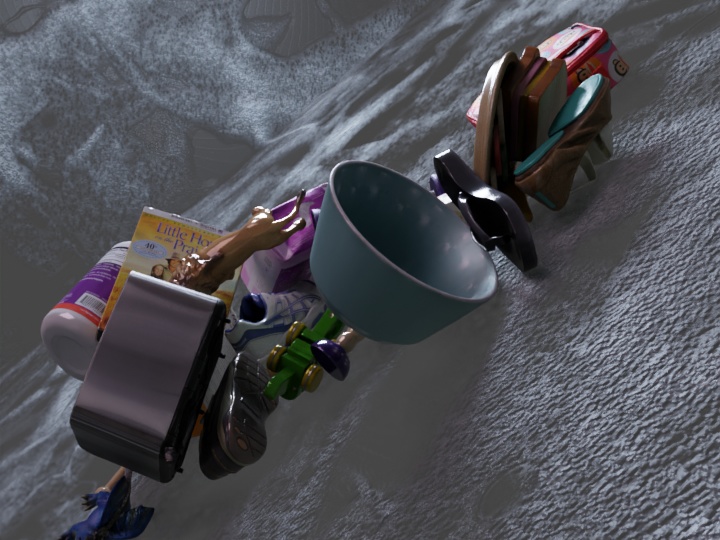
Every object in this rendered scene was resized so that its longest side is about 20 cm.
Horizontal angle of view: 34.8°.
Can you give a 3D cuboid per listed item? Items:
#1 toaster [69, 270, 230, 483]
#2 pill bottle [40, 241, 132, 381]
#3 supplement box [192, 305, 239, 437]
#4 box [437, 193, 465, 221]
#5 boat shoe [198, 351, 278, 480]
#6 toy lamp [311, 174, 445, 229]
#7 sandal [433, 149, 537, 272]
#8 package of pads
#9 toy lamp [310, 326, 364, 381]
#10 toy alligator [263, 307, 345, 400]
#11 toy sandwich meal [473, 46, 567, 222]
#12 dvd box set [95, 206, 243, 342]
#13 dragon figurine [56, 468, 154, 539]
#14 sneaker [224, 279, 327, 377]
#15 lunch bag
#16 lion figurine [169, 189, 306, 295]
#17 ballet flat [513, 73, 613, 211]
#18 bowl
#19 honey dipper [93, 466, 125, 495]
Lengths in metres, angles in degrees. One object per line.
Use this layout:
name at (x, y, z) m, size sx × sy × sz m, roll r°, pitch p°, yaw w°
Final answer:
toaster at (-0.219, 0.117, 1.222) m, size 0.200 × 0.117 × 0.183 m, roll 115°, pitch 173°, yaw -70°
pill bottle at (-0.305, 0.042, 1.457) m, size 0.112 × 0.113 × 0.201 m, roll -24°, pitch 22°, yaw 45°
supplement box at (-0.230, 0.128, 1.448) m, size 0.124 × 0.074 × 0.201 m, roll -16°, pitch 30°, yaw 18°
box at (0.060, -0.047, 1.310) m, size 0.198 × 0.042 × 0.039 m, roll -22°, pitch 19°, yaw -9°
boat shoe at (-0.142, 0.156, 1.253) m, size 0.073 × 0.075 × 0.200 m, roll -36°, pitch 14°, yaw 16°
toy lamp at (0.043, -0.073, 1.377) m, size 0.197 × 0.059 × 0.058 m, roll -17°, pitch 14°, yaw -5°
sandal at (0.119, -0.053, 1.150) m, size 0.042 × 0.077 × 0.200 m, roll -28°, pitch 35°, yaw -9°
package of pads at (-0.087, -0.029, 1.515) m, size 0.120 × 0.076 × 0.200 m, roll -29°, pitch -11°, yaw -20°
toy lamp at (0.032, 0.030, 1.236) m, size 0.200 × 0.058 × 0.058 m, roll -45°, pitch 16°, yaw -19°
toy alligator at (-0.048, 0.085, 1.284) m, size 0.200 × 0.059 × 0.055 m, roll -51°, pitch -21°, yaw -39°
toy sandwich meal at (0.175, -0.144, 1.245) m, size 0.069 × 0.208 × 0.206 m, roll 7°, pitch 33°, yaw 16°
dvd box set at (-0.225, 0.021, 1.407) m, size 0.030 × 0.144 × 0.202 m, roll 114°, pitch 172°, yaw -49°
dragon figurine at (-0.268, 0.267, 1.257) m, size 0.099 × 0.059 × 0.201 m, roll -27°, pitch 20°, yaw 39°
sneaker at (-0.104, 0.051, 1.442) m, size 0.075 × 0.088 × 0.200 m, roll -33°, pitch 14°, yaw 28°
lunch bag at (0.238, -0.221, 1.449) m, size 0.199 × 0.082 × 0.176 m, roll -40°, pitch 18°, yaw 4°
lion figurine at (-0.146, -0.023, 1.347) m, size 0.200 × 0.073 × 0.123 m, roll -42°, pitch 3°, yaw 11°
ballet flat at (0.226, -0.127, 1.196) m, size 0.068 × 0.072 × 0.200 m, roll -31°, pitch 15°, yaw 46°
bowl at (0.029, -0.004, 1.139) m, size 0.105 × 0.199 × 0.201 m, roll -54°, pitch 7°, yaw 27°
honey dipper at (-0.269, 0.217, 1.446) m, size 0.038 × 0.038 × 0.200 m, roll -22°, pitch 22°, yaw 47°
